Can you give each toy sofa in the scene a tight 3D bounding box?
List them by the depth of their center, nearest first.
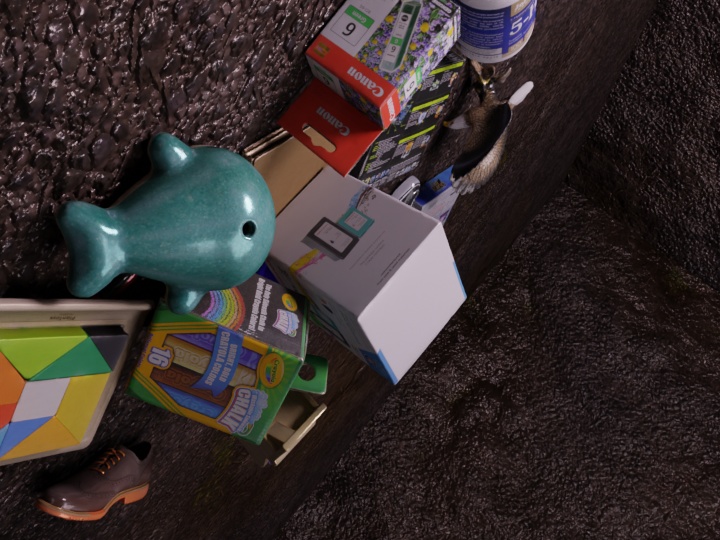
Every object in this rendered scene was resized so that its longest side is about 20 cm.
[{"bbox_3d":[-0.144,0.142,0.832,0.083,0.201,0.098,-39,175,-38],"label":"toy sofa"}]

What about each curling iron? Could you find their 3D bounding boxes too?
[{"bbox_3d":[-0.251,0.042,0.634,0.201,0.025,0.050,-49,161,-17],"label":"curling iron"}]

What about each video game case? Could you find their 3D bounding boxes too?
[{"bbox_3d":[0.130,-0.107,1.379,0.199,0.045,0.184,-36,155,-47],"label":"video game case"}]

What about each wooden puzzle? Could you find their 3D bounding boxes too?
[{"bbox_3d":[-0.290,0.109,0.588,0.183,0.037,0.203,3,123,-58],"label":"wooden puzzle"}]

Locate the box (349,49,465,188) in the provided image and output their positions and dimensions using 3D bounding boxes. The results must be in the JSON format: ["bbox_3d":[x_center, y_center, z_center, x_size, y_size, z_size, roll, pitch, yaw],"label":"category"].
[{"bbox_3d":[0.055,-0.213,0.946,0.199,0.047,0.197,-34,152,-48],"label":"box"}]

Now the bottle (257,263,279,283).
[{"bbox_3d":[-0.075,-0.006,0.966,0.199,0.065,0.085,-26,148,-59],"label":"bottle"}]

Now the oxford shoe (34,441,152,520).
[{"bbox_3d":[-0.327,0.256,0.823,0.200,0.069,0.075,27,81,-78],"label":"oxford shoe"}]

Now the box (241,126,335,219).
[{"bbox_3d":[-0.090,-0.098,0.809,0.163,0.021,0.203,-41,160,-38],"label":"box"}]

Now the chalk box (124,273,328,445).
[{"bbox_3d":[-0.128,0.087,0.709,0.126,0.196,0.126,-58,-166,24],"label":"chalk box"}]

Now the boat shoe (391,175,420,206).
[{"bbox_3d":[0.061,-0.074,1.209,0.202,0.067,0.073,-56,164,7],"label":"boat shoe"}]

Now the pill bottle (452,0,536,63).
[{"bbox_3d":[0.162,-0.360,0.811,0.121,0.119,0.200,-51,164,-2],"label":"pill bottle"}]

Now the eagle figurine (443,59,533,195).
[{"bbox_3d":[0.213,-0.244,1.150,0.148,0.207,0.149,5,172,-34],"label":"eagle figurine"}]

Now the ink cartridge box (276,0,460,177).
[{"bbox_3d":[0.005,-0.212,0.684,0.202,0.108,0.050,-51,164,-6],"label":"ink cartridge box"}]

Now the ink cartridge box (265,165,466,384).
[{"bbox_3d":[0.000,0.000,0.802,0.146,0.198,0.148,-46,140,-15],"label":"ink cartridge box"}]

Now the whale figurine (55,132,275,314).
[{"bbox_3d":[-0.155,-0.035,0.571,0.197,0.102,0.165,-19,115,-48],"label":"whale figurine"}]
